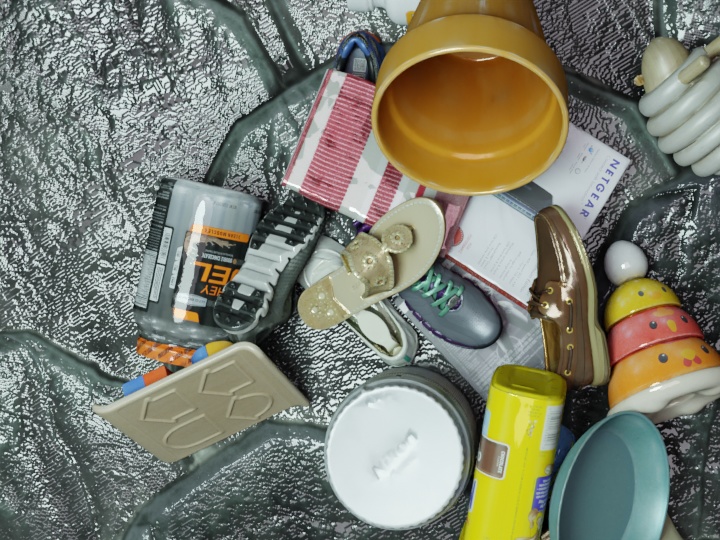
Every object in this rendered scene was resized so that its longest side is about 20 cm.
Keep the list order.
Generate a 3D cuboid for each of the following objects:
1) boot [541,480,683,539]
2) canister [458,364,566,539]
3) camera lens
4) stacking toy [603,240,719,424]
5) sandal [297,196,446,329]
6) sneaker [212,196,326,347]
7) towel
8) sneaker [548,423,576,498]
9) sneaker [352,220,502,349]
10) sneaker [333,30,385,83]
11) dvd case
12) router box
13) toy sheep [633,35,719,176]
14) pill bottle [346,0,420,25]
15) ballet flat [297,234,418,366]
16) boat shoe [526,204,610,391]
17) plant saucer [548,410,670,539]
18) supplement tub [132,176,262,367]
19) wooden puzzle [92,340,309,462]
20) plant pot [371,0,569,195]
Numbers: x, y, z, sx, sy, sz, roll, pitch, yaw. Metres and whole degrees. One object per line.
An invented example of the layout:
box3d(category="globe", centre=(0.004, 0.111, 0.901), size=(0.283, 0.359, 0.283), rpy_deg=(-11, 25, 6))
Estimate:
box3d(category="boot", centre=(0.269, 0.330, 1.534), size=(0.199, 0.073, 0.157), rpy_deg=(-33, 86, -3))
box3d(category="canister", centre=(0.157, 0.210, 1.430), size=(0.085, 0.149, 0.203), rpy_deg=(10, 99, 8))
box3d(category="camera lens", centre=(0.046, 0.189, 1.497), size=(0.157, 0.200, 0.163), rpy_deg=(0, 90, 7))
box3d(category="stacking toy", centre=(0.310, 0.061, 1.519), size=(0.144, 0.146, 0.202), rpy_deg=(-21, 71, 6))
box3d(category="sandal", centre=(0.003, 0.005, 1.483), size=(0.211, 0.070, 0.078), rpy_deg=(-38, 86, 29))
box3d(category="sneaker", centre=(-0.095, 0.006, 1.548), size=(0.066, 0.091, 0.201), rpy_deg=(18, 59, 22))
box3d(category="towel", centre=(0.029, -0.119, 1.515), size=(0.198, 0.023, 0.146), rpy_deg=(23, 86, -1))
box3d(category="sneaker", centre=(0.163, 0.249, 1.558), size=(0.082, 0.071, 0.201), rpy_deg=(36, 96, 26))
box3d(category="sneaker", centre=(0.068, 0.016, 1.535), size=(0.199, 0.087, 0.075), rpy_deg=(37, 92, 16))
box3d(category="sneaker", centre=(-0.009, -0.174, 1.568), size=(0.074, 0.078, 0.203), rpy_deg=(-3, 89, 7))
box3d(category="dvd case", centre=(0.156, 0.056, 1.577), size=(0.149, 0.016, 0.200), rpy_deg=(-44, 84, 5))
box3d(category="router box", centre=(0.174, -0.083, 1.550), size=(0.178, 0.049, 0.201), rpy_deg=(32, 87, 6))
box3d(category="toy sheep", centre=(0.376, -0.169, 1.497), size=(0.137, 0.138, 0.201), rpy_deg=(-39, 91, 5))
box3d(category="pill bottle", centre=(0.085, -0.328, 1.541), size=(0.197, 0.111, 0.113), rpy_deg=(2, 90, 7))
box3d(category="ballet flat", centre=(-0.011, 0.029, 1.574), size=(0.069, 0.069, 0.200), rpy_deg=(-45, 85, 5))
box3d(category="boat shoe", centre=(0.212, 0.033, 1.478), size=(0.067, 0.072, 0.203), rpy_deg=(-15, 99, -12))
box3d(category="plant saucer", centre=(0.252, 0.243, 1.444), size=(0.036, 0.198, 0.203), rpy_deg=(9, 91, 45))
box3d(category="supplement tub", centre=(-0.187, 0.003, 1.567), size=(0.121, 0.122, 0.203), rpy_deg=(12, 92, 7))
box3d(category="wooden puzzle", centre=(-0.175, 0.139, 1.545), size=(0.198, 0.186, 0.047), rpy_deg=(-21, 61, 8))
box3d(category="plant pot", centre=(0.117, -0.213, 1.440), size=(0.197, 0.202, 0.185), rpy_deg=(2, 49, 7))
